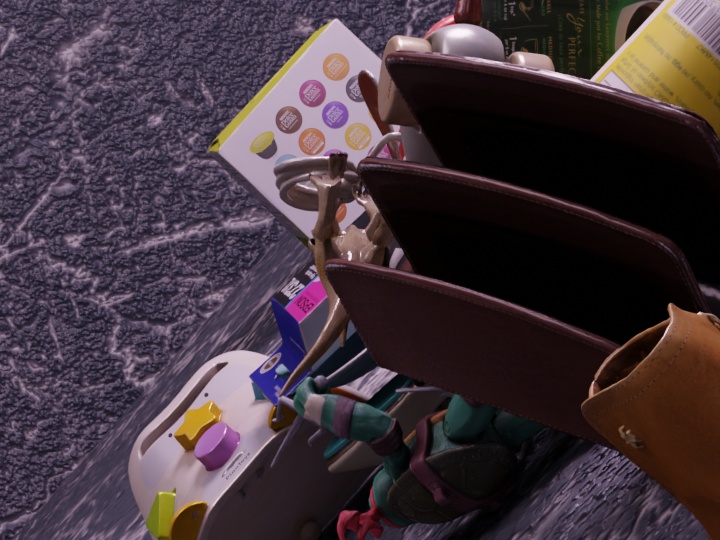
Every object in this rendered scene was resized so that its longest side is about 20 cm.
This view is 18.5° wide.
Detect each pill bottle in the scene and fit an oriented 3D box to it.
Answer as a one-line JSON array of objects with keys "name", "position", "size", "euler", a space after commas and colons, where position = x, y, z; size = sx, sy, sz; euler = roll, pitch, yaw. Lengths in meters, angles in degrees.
[{"name": "pill bottle", "position": [0.171, -0.071, 1.236], "size": [0.200, 0.114, 0.114], "euler": [-46, 7, 9]}]

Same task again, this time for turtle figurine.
[{"name": "turtle figurine", "position": [0.050, 0.085, 1.202], "size": [0.149, 0.101, 0.200], "euler": [-2, -27, -45]}]

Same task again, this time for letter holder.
[{"name": "letter holder", "position": [0.078, -0.012, 1.018], "size": [0.199, 0.143, 0.101], "euler": [17, 59, 43]}]

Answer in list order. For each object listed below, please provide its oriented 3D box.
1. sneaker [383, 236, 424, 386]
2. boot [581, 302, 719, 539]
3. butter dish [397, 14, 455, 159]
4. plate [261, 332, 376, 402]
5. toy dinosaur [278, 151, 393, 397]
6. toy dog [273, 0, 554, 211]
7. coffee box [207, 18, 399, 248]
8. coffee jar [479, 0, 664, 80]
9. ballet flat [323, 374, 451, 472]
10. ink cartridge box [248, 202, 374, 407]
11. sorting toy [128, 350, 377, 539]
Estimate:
[{"name": "sneaker", "position": [0.044, -0.002, 1.243], "size": [0.070, 0.099, 0.201], "euler": [-11, -14, -3]}, {"name": "boot", "position": [0.131, 0.071, 0.596], "size": [0.071, 0.144, 0.201], "euler": [-49, 7, -8]}, {"name": "butter dish", "position": [0.099, -0.118, 1.573], "size": [0.199, 0.148, 0.200], "euler": [-30, -15, -33]}, {"name": "plate", "position": [0.016, 0.021, 1.437], "size": [0.200, 0.026, 0.200], "euler": [-41, 13, 12]}, {"name": "toy dinosaur", "position": [-0.006, -0.002, 1.218], "size": [0.200, 0.058, 0.102], "euler": [-82, 1, -70]}, {"name": "toy dog", "position": [0.044, -0.098, 1.287], "size": [0.200, 0.131, 0.097], "euler": [-30, 48, 53]}, {"name": "coffee box", "position": [-0.035, -0.142, 2.497], "size": [0.200, 0.198, 0.200], "euler": [-48, 7, -2]}, {"name": "coffee jar", "position": [0.162, -0.147, 1.360], "size": [0.085, 0.198, 0.105], "euler": [-63, -27, -71]}, {"name": "ballet flat", "position": [0.057, 0.068, 1.374], "size": [0.200, 0.069, 0.070], "euler": [-50, 6, 21]}, {"name": "ink cartridge box", "position": [0.000, 0.000, 1.422], "size": [0.200, 0.037, 0.095], "euler": [-46, 16, -3]}, {"name": "sorting toy", "position": [-0.092, 0.128, 1.529], "size": [0.200, 0.107, 0.180], "euler": [-48, 33, -5]}]
